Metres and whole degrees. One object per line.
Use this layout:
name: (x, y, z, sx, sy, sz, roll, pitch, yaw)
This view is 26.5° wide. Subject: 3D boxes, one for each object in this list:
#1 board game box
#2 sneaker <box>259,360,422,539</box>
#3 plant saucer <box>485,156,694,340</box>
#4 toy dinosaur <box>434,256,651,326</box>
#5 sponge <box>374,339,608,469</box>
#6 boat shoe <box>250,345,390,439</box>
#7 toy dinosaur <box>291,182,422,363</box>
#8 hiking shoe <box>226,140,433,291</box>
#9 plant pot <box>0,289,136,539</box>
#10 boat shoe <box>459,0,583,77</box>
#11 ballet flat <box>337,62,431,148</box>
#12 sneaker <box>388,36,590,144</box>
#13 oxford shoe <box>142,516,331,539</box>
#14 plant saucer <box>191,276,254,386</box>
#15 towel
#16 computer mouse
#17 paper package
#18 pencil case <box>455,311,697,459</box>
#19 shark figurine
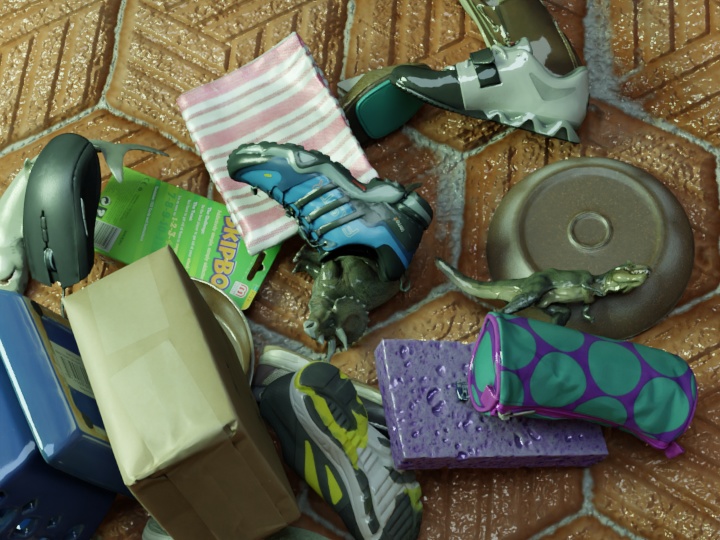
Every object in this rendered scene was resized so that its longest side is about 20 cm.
board game box: (-0.175, -0.029, 1.501, 0.198, 0.030, 0.096, 20, 68, 20)
sneaker: (-0.016, 0.166, 1.322, 0.084, 0.202, 0.074, -10, 22, 47)
plant saucer: (0.216, -0.030, 1.445, 0.198, 0.037, 0.203, -4, 61, 6)
toy dinosaur: (0.161, 0.029, 1.378, 0.197, 0.048, 0.089, 1, 50, 11)
sponge: (0.114, 0.116, 1.337, 0.197, 0.030, 0.113, 2, 60, -22)
boat shoe: (-0.013, 0.132, 1.374, 0.198, 0.072, 0.065, 23, 77, 18)
toy dinosaur: (0.000, 0.000, 1.448, 0.102, 0.077, 0.200, 43, 64, 8)
hiking shoe: (-0.036, -0.055, 1.389, 0.198, 0.074, 0.088, 19, 78, 9)
plant pot: (-0.300, 0.140, 1.309, 0.179, 0.200, 0.201, -33, 63, 8)
boat shoe: (0.154, -0.257, 1.550, 0.074, 0.075, 0.203, -33, 63, -10)
ballet flat: (-0.016, -0.148, 1.530, 0.200, 0.068, 0.072, -45, 47, -11)
sneaker: (0.128, -0.188, 1.489, 0.197, 0.074, 0.090, 12, 100, -7)
oxford shoe: (-0.093, 0.256, 1.327, 0.197, 0.075, 0.059, 8, 106, 3)
plant saucer: (-0.187, 0.101, 1.417, 0.198, 0.035, 0.203, -7, 61, 13)
towel: (-0.081, -0.124, 1.475, 0.145, 0.030, 0.201, -28, 62, 0)
computer mouse: (-0.260, -0.024, 1.416, 0.139, 0.046, 0.203, 9, 93, 25)
paper package: (-0.145, 0.115, 1.261, 0.103, 0.191, 0.201, -27, 54, -1)
pencil case: (0.188, 0.098, 1.309, 0.198, 0.085, 0.094, 11, 63, -18)
shark figurine: (-0.298, -0.080, 1.506, 0.214, 0.089, 0.129, -43, 74, 16)
